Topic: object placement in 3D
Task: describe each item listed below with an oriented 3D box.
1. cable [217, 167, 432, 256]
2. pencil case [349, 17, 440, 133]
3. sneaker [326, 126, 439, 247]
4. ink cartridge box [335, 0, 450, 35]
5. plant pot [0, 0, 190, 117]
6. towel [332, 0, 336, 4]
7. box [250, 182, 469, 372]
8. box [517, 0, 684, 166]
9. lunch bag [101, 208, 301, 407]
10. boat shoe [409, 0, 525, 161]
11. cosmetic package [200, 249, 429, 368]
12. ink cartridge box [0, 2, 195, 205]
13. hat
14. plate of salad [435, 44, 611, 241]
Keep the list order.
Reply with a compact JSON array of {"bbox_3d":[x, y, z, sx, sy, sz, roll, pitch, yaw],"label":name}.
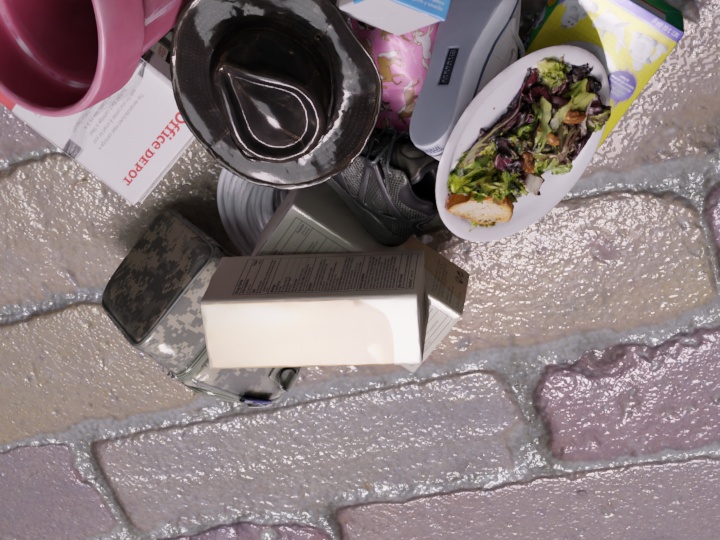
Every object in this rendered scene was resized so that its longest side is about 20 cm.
[{"bbox_3d":[-0.044,-0.072,1.362,0.199,0.070,0.200,-32,111,29],"label":"cable"},{"bbox_3d":[0.034,-0.207,1.245,0.082,0.086,0.202,23,136,43],"label":"pencil case"},{"bbox_3d":[0.003,-0.117,1.228,0.199,0.077,0.114,45,139,-11],"label":"sneaker"},{"bbox_3d":[0.050,-0.308,1.109,0.067,0.115,0.203,16,89,-19],"label":"ink cartridge box"},{"bbox_3d":[-0.232,-0.258,1.157,0.198,0.179,0.203,20,127,29],"label":"plant pot"},{"bbox_3d":[-0.114,-0.302,1.243,0.197,0.031,0.151,-2,123,14],"label":"towel"},{"bbox_3d":[0.000,0.000,1.308,0.199,0.078,0.095,34,123,-11],"label":"box"},{"bbox_3d":[0.198,-0.181,1.248,0.116,0.049,0.201,27,127,-8],"label":"box"},{"bbox_3d":[-0.157,0.050,1.386,0.167,0.200,0.140,37,87,-29],"label":"lunch bag"},{"bbox_3d":[0.116,-0.186,1.207,0.074,0.205,0.086,6,163,45],"label":"boat shoe"},{"bbox_3d":[-0.039,0.035,1.224,0.197,0.105,0.072,-2,114,9],"label":"cosmetic package"},{"bbox_3d":[-0.252,-0.186,1.318,0.199,0.083,0.147,38,124,-14],"label":"ink cartridge box"},{"bbox_3d":[-0.083,-0.149,1.142,0.197,0.081,0.204,5,117,9],"label":"hat"},{"bbox_3d":[0.152,-0.105,1.189,0.198,0.048,0.202,-23,136,-24],"label":"plate of salad"}]
